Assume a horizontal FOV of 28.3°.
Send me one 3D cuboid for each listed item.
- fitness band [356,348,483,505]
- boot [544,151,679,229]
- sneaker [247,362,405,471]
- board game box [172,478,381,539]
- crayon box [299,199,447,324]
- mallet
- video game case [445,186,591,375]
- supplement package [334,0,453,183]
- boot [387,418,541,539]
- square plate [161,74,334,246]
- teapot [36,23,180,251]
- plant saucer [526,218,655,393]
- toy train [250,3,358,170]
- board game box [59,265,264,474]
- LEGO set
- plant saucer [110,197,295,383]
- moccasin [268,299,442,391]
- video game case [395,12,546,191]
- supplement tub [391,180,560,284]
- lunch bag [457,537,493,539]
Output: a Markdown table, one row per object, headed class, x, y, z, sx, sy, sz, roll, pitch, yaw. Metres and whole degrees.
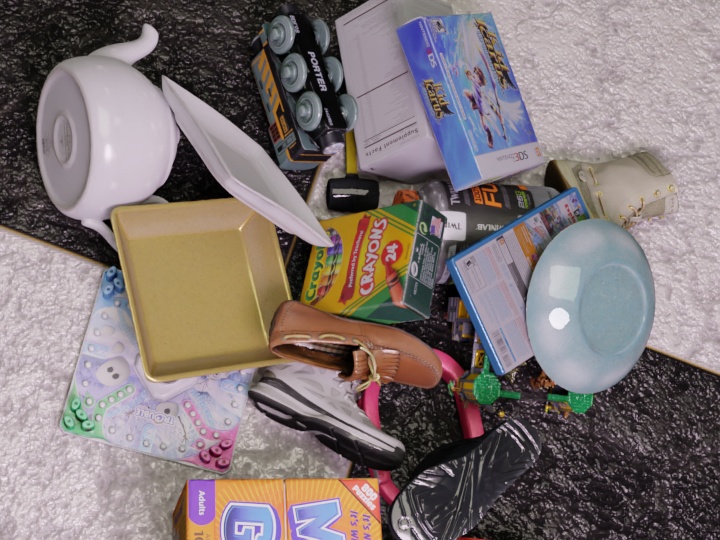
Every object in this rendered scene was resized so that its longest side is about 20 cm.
| class | x | y | z | sx | sy | sz | roll | pitch | yaw |
| --- | --- | --- | --- | --- | --- | --- | --- | --- | --- |
| fitness band | 0.073 | 0.189 | 1.662 | 0.142 | 0.037 | 0.202 | -6 | 74 | -17 |
| boot | 0.330 | -0.064 | 1.768 | 0.153 | 0.072 | 0.201 | -8 | 54 | -17 |
| sneaker | -0.019 | 0.139 | 1.613 | 0.199 | 0.076 | 0.116 | 25 | 66 | 21 |
| board game box | -0.091 | 0.334 | 1.486 | 0.197 | 0.200 | 0.202 | 1 | 71 | -11 |
| crayon box | 0.000 | 0.000 | 1.628 | 0.051 | 0.199 | 0.128 | 30 | 61 | -39 |
| mallet | -0.002 | -0.163 | 1.767 | 0.065 | 0.041 | 0.202 | 9 | 66 | -7 |
| video game case | 0.202 | 0.010 | 1.630 | 0.199 | 0.018 | 0.144 | -29 | 97 | -28 |
| supplement package | 0.057 | -0.224 | 1.737 | 0.109 | 0.113 | 0.202 | 10 | 65 | -48 |
| boot | 0.090 | 0.239 | 1.538 | 0.199 | 0.168 | 0.077 | -34 | 86 | -25 |
| square plate | -0.133 | -0.117 | 1.620 | 0.028 | 0.200 | 0.199 | -44 | 51 | 9 |
| teapot | -0.274 | -0.148 | 1.635 | 0.145 | 0.201 | 0.198 | -4 | 44 | -35 |
| plant saucer | 0.277 | 0.043 | 1.633 | 0.199 | 0.039 | 0.204 | -3 | 95 | -32 |
| toy train | -0.077 | -0.219 | 1.725 | 0.085 | 0.114 | 0.202 | -3 | 66 | -42 |
| board game box | -0.221 | 0.111 | 1.629 | 0.198 | 0.026 | 0.202 | 16 | 69 | -7 |
| LEGO set | 0.179 | 0.099 | 1.689 | 0.198 | 0.116 | 0.156 | -1 | 89 | -26 |
| plant saucer | -0.178 | 0.024 | 1.607 | 0.198 | 0.048 | 0.202 | -6 | 74 | -32 |
| moccasin | -0.005 | 0.094 | 1.577 | 0.199 | 0.074 | 0.078 | 21 | 47 | -15 |
| video game case | 0.135 | -0.205 | 1.693 | 0.181 | 0.045 | 0.202 | -18 | 88 | -58 |
| supplement tub | 0.139 | -0.044 | 1.707 | 0.197 | 0.123 | 0.124 | 2 | 71 | -12 |
| lunch bag | 0.129 | 0.335 | 1.546 | 0.198 | 0.176 | 0.083 | 7 | 73 | -11 |
